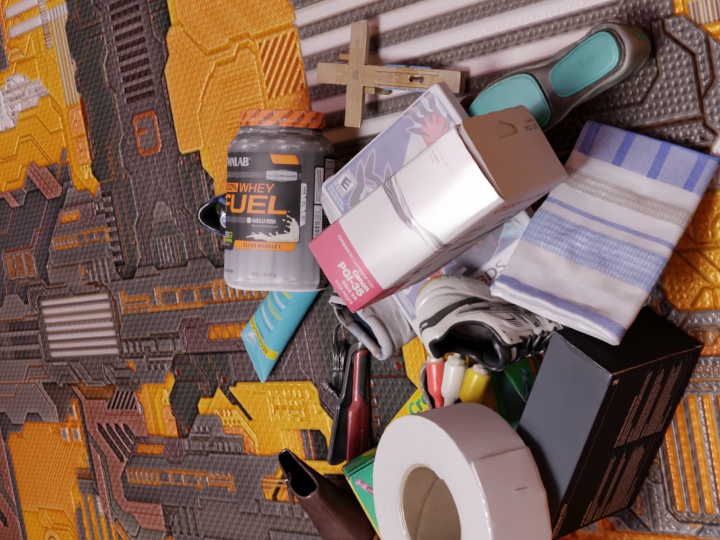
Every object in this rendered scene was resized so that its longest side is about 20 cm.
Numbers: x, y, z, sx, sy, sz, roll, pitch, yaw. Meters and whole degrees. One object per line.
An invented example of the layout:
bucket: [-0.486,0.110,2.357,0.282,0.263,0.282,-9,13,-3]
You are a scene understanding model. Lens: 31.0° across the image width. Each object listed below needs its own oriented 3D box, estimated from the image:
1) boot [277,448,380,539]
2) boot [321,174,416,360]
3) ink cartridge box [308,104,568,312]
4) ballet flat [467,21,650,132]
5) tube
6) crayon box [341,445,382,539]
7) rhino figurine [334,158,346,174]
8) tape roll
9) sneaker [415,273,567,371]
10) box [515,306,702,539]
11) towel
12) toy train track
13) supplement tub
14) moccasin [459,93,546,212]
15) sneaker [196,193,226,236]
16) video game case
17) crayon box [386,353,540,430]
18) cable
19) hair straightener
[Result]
boot: [-0.041,0.257,1.511,0.166,0.072,0.200,54,176,-29]
boot: [0.000,0.000,1.412,0.200,0.096,0.074,54,154,-10]
ink cartridge box: [0.072,-0.057,1.201,0.200,0.146,0.083,-37,82,34]
ballet flat: [0.190,-0.174,1.235,0.200,0.064,0.068,-26,82,43]
tube: [-0.101,0.056,1.631,0.200,0.050,0.078,-56,46,45]
crayon box: [0.055,0.288,1.400,0.200,0.058,0.119,60,175,2]
rhino figurine: [0.020,-0.084,1.448,0.200,0.060,0.088,15,120,48]
tape roll: [0.093,0.228,1.236,0.202,0.071,0.203,22,116,56]
sneaker: [0.151,0.064,1.252,0.088,0.199,0.076,-88,5,-48]
box: [0.221,0.145,1.228,0.079,0.141,0.200,38,124,35]
towel: [0.220,-0.039,1.185,0.147,0.024,0.200,25,79,39]
toy train track: [0.037,-0.211,1.424,0.200,0.032,0.115,11,101,39]
supplement tub: [-0.091,-0.079,1.464,0.122,0.122,0.201,4,94,47]
moccasin: [0.138,-0.080,1.307,0.074,0.078,0.202,-17,87,50]
sneaker: [-0.125,-0.061,1.589,0.200,0.089,0.079,3,102,45]
video game case: [0.073,-0.055,1.303,0.182,0.023,0.200,-40,77,33]
crayon box: [0.120,0.157,1.390,0.119,0.058,0.200,55,134,23]
cable: [0.086,0.166,1.318,0.097,0.050,0.201,11,95,42]
hair straightener: [-0.025,0.142,1.567,0.077,0.041,0.201,13,110,45]
